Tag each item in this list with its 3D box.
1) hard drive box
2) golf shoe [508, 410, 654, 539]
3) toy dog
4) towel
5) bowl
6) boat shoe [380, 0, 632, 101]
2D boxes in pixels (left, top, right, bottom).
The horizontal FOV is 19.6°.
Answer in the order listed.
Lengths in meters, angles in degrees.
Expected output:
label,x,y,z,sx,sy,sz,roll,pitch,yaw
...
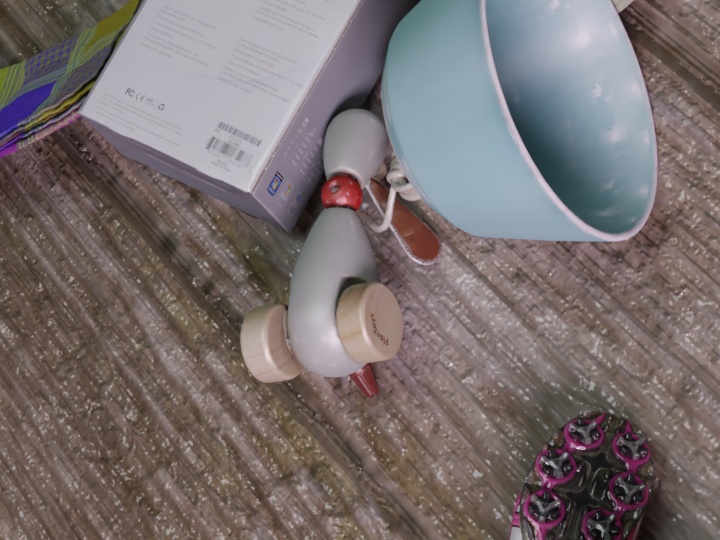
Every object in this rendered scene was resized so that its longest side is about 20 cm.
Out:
label,x,y,z,sx,sy,sz,roll,pitch,yaw
hard drive box,-0.072,-0.151,1.425,0.155,0.077,0.201,26,81,27
golf shoe,0.114,0.173,1.200,0.072,0.092,0.201,18,57,7
toy dog,0.000,0.000,1.353,0.131,0.096,0.201,12,63,38
towel,-0.231,-0.136,1.532,0.199,0.023,0.144,-21,30,35
bowl,0.086,-0.100,1.259,0.105,0.200,0.202,-19,61,33
boat shoe,0.097,-0.166,1.358,0.199,0.074,0.066,-38,27,25
